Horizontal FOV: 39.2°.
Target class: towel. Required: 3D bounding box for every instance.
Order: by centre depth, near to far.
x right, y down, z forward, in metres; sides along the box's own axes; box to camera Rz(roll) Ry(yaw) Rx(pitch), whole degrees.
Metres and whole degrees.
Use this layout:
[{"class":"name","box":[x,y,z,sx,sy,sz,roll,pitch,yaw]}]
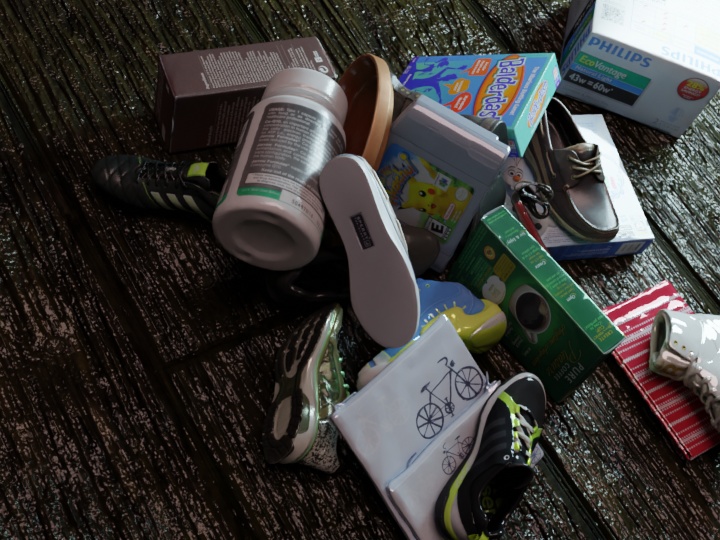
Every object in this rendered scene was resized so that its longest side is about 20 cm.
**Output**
[{"class":"towel","box":[0.371,0.112,1.191,0.144,0.023,0.200,-21,68,-29]}]

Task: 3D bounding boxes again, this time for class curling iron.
[{"class":"curling iron","box":[0.226,-0.013,1.183,0.049,0.026,0.201,-19,89,5]}]

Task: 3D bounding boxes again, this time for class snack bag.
[{"class":"snack bag","box":[0.083,0.167,1.024,0.188,0.021,0.200,-38,101,-31]}]

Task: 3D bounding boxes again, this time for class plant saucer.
[{"class":"plant saucer","box":[-0.011,-0.144,1.139,0.032,0.200,0.201,16,54,-21]}]

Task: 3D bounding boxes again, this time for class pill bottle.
[{"class":"pill bottle","box":[-0.078,-0.110,1.064,0.113,0.113,0.201,17,57,-5]}]

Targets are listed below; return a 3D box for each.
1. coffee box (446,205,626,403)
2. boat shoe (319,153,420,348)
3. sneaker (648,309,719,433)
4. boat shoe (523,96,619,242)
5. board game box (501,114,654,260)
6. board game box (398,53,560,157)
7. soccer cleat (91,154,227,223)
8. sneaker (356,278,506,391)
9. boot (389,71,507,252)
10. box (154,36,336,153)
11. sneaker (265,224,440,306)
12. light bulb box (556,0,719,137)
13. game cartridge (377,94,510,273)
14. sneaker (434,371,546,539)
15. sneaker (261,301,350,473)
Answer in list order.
[{"class":"coffee box","box":[0.190,0.040,1.127,0.044,0.123,0.200,-29,68,-33]},{"class":"boat shoe","box":[0.015,-0.022,1.027,0.201,0.072,0.066,67,22,-2]},{"class":"sneaker","box":[0.381,0.130,1.131,0.115,0.074,0.201,9,47,-12]},{"class":"boat shoe","box":[0.253,-0.125,1.223,0.074,0.073,0.201,-18,65,-24]},{"class":"board game box","box":[0.246,-0.107,1.281,0.199,0.043,0.200,-4,61,-18]},{"class":"board game box","box":[0.128,-0.206,1.248,0.199,0.045,0.152,6,48,31]},{"class":"soccer cleat","box":[-0.200,-0.098,1.126,0.199,0.081,0.068,17,55,-5]},{"class":"sneaker","box":[0.060,0.071,1.108,0.199,0.076,0.105,-21,51,-31]},{"class":"boot","box":[0.083,-0.126,1.193,0.174,0.201,0.069,22,39,26]},{"class":"box","box":[-0.139,-0.210,1.205,0.199,0.100,0.075,-13,61,-24]},{"class":"sneaker","box":[0.000,0.000,1.100,0.199,0.091,0.076,-18,97,-15]},{"class":"light bulb box","box":[0.395,-0.323,1.413,0.197,0.125,0.201,20,56,-4]},{"class":"game cartridge","box":[0.071,-0.094,1.128,0.133,0.200,0.041,32,47,7]},{"class":"sneaker","box":[0.150,0.191,1.000,0.072,0.083,0.200,42,62,-22]},{"class":"sneaker","box":[-0.041,0.125,1.052,0.089,0.077,0.201,37,48,-29]}]
